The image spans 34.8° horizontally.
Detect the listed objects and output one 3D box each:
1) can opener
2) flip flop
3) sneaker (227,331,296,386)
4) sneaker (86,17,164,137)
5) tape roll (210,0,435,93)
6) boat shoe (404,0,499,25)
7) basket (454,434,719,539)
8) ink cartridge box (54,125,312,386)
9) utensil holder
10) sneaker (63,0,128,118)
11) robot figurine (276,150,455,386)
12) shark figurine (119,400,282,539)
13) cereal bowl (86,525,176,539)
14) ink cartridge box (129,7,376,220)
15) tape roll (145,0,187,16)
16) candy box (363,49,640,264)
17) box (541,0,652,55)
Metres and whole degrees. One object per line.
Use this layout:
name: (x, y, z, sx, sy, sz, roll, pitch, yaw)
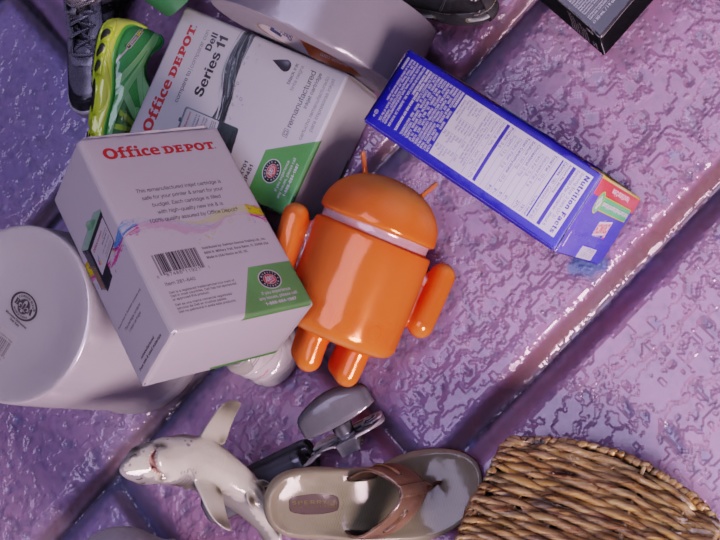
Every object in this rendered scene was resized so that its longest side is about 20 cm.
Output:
can opener: (-0.068, 0.166, 1.073, 0.198, 0.053, 0.067, -27, 94, 16)
flip flop: (0.013, 0.200, 1.014, 0.197, 0.058, 0.082, -1, 82, -7)
sneaker: (-0.123, 0.011, 1.094, 0.077, 0.099, 0.202, -29, 74, 15)
sneaker: (-0.234, -0.151, 1.167, 0.082, 0.074, 0.203, 4, 104, -19)
tape roll: (-0.034, -0.228, 1.036, 0.199, 0.200, 0.067, 27, 92, 22)
boat shoe: (0.040, -0.266, 1.084, 0.198, 0.068, 0.072, 15, 68, 38)
basket: (0.191, 0.240, 0.964, 0.198, 0.150, 0.143, 18, 57, 22)
ink cartridge box: (-0.156, -0.019, 0.993, 0.201, 0.144, 0.084, 59, 136, 22)
utensil holder: (-0.265, 0.048, 1.090, 0.168, 0.200, 0.173, -3, 81, 20)
sneaker: (-0.289, -0.266, 1.186, 0.075, 0.114, 0.203, 8, 86, 22)
robot figurine: (0.002, 0.001, 1.041, 0.143, 0.116, 0.202, 22, 92, 28)
shark figurine: (-0.127, 0.212, 1.044, 0.089, 0.129, 0.215, -23, 114, 41)
cereal bowl: (-0.169, 0.305, 1.033, 0.083, 0.201, 0.200, -40, 69, -13)
ink cartridge box: (-0.107, -0.149, 1.117, 0.198, 0.083, 0.148, 25, 92, 23)
tape roll: (-0.150, -0.343, 1.110, 0.048, 0.201, 0.201, 34, 98, -22)
candy box: (0.124, -0.091, 0.975, 0.199, 0.169, 0.077, 37, 100, 20)
box: (0.229, -0.317, 1.008, 0.141, 0.079, 0.200, 44, 99, 11)
